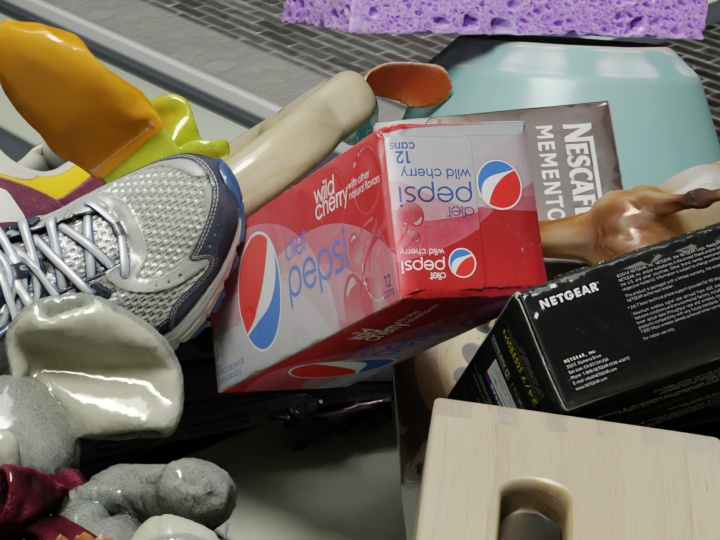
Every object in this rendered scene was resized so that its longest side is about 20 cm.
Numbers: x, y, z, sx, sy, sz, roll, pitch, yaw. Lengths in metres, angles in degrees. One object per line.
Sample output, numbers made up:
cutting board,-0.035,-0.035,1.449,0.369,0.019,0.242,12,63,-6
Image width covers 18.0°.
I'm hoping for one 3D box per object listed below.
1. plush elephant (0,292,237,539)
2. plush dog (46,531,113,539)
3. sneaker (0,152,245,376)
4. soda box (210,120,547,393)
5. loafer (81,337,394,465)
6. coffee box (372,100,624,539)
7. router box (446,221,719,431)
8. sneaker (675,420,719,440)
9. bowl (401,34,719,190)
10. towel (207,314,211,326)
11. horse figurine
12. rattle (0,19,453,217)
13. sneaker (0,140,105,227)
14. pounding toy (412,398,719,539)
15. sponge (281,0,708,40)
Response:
plush elephant,-0.129,0.102,0.887,0.155,0.165,0.200,40,18,5
plush dog,-0.088,0.172,0.686,0.172,0.200,0.160,-30,12,11
sneaker,-0.138,0.014,0.945,0.200,0.085,0.077,-34,68,13
soda box,0.000,0.000,0.912,0.063,0.070,0.200,-2,-12,-23
loafer,-0.046,0.063,1.096,0.200,0.063,0.072,0,-5,3
coffee box,0.069,0.027,1.014,0.113,0.080,0.200,-5,52,2
router box,0.142,0.022,0.867,0.200,0.051,0.149,-18,-15,-14
sneaker,0.201,0.052,0.844,0.200,0.088,0.076,-4,31,10
bowl,0.103,-0.069,1.192,0.201,0.105,0.201,2,8,0
towel,-0.114,0.020,1.110,0.144,0.023,0.200,-3,-2,-10
horse figurine,0.154,-0.027,0.949,0.200,0.050,0.133,-15,1,-23
rattle,-0.065,-0.090,1.085,0.143,0.130,0.200,47,62,6
sneaker,-0.127,-0.030,1.185,0.075,0.090,0.200,-4,-3,40
pounding toy,0.039,0.152,0.765,0.142,0.184,0.200,8,27,2
sponge,0.069,-0.137,1.185,0.200,0.030,0.112,0,8,-21
